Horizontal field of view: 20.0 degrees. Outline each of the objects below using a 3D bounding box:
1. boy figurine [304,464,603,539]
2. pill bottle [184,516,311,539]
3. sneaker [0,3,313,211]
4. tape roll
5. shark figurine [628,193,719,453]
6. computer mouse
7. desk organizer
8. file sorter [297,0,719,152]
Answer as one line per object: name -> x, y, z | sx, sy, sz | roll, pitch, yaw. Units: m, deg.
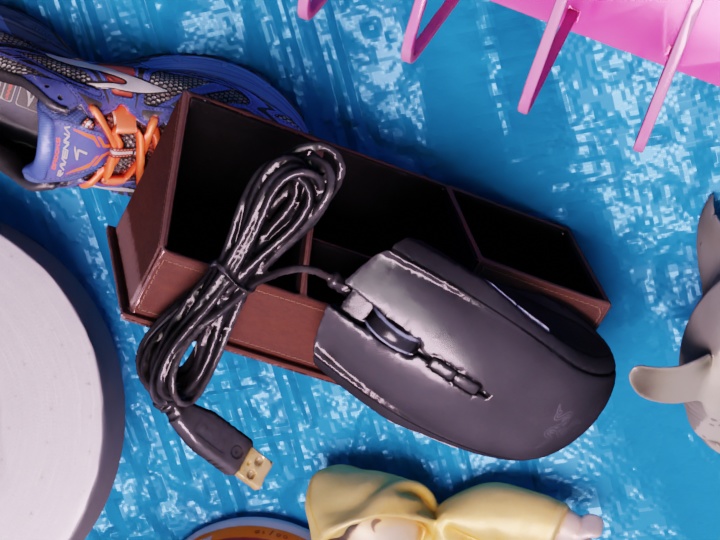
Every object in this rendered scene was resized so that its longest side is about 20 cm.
boy figurine -> 0.064, 0.151, 0.978 | 0.200, 0.064, 0.124 | 35, 119, -12
pill bottle -> -0.062, 0.212, 0.951 | 0.113, 0.200, 0.113 | 4, 116, 7
sneaker -> -0.117, -0.059, 0.895 | 0.200, 0.078, 0.075 | 13, 118, 0
tape roll -> -0.211, 0.067, 0.934 | 0.200, 0.066, 0.200 | 0, 88, 1
shark figurine -> 0.185, -0.008, 0.877 | 0.128, 0.090, 0.214 | 14, 132, -36
computer mouse -> 0.009, 0.050, 0.838 | 0.200, 0.046, 0.140 | 33, 106, -28
desk organizer -> 0.000, 0.000, 0.876 | 0.200, 0.072, 0.077 | 19, 116, -23
file sorter -> 0.091, -0.134, 0.781 | 0.200, 0.125, 0.139 | 21, 123, 6
